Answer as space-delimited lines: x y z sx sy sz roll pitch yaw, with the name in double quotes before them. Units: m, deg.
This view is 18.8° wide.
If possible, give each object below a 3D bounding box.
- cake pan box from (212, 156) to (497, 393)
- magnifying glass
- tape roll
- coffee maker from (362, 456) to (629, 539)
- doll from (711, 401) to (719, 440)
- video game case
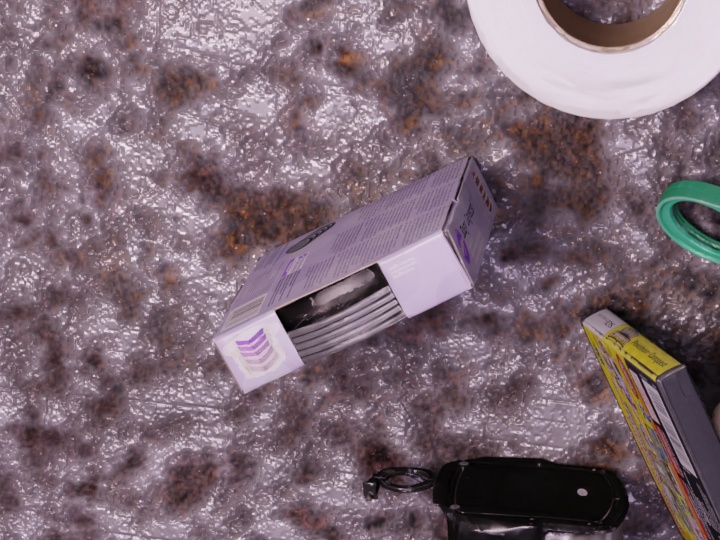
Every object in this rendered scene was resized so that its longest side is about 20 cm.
"cake pan box" 0.000 0.000 1.524 0.184 0.200 0.052 -27 102 15
"magnifying glass" 0.282 -0.031 1.495 0.080 0.022 0.200 45 155 -28
"tape roll" 0.173 -0.209 1.487 0.202 0.071 0.203 3 111 8
"coffee maker" 0.108 0.252 1.656 0.192 0.135 0.201 13 113 29
"doll" 0.295 0.135 1.546 0.048 0.137 0.200 -15 150 26
"video game case" 0.232 0.134 1.552 0.025 0.181 0.200 -28 106 -5
